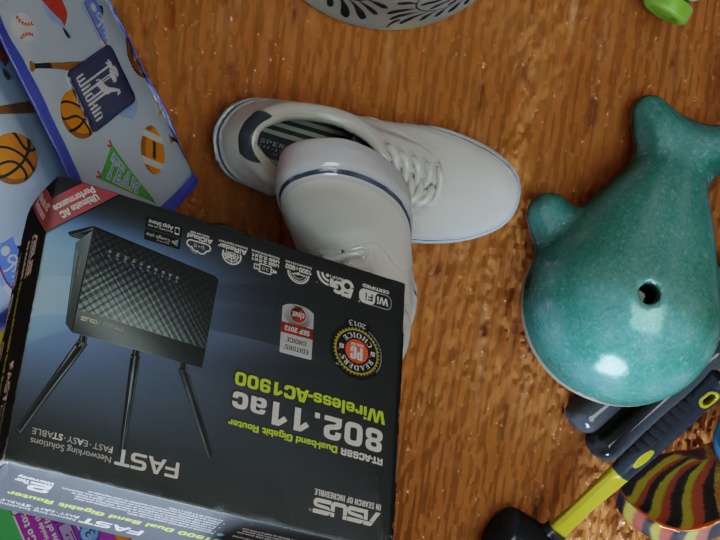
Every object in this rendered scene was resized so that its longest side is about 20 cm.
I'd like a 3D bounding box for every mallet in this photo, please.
[{"bbox_3d":[0.157,0.132,0.990,0.066,0.041,0.201,30,113,-17],"label":"mallet"}]

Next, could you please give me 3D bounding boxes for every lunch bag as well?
[{"bbox_3d":[-0.201,-0.069,0.816,0.199,0.123,0.171,-34,111,-24],"label":"lunch bag"}]

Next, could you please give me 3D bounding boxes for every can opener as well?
[{"bbox_3d":[0.230,0.053,1.016,0.200,0.067,0.054,-40,110,-8],"label":"can opener"}]

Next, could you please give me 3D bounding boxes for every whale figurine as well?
[{"bbox_3d":[0.182,-0.014,0.960,0.158,0.104,0.202,24,82,-1],"label":"whale figurine"}]

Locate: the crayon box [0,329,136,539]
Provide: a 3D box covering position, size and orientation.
[{"bbox_3d":[-0.142,0.119,0.809,0.171,0.058,0.201,-28,75,3],"label":"crayon box"}]

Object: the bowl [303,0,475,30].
[{"bbox_3d":[0.033,-0.237,0.872,0.199,0.094,0.203,-4,103,-17],"label":"bowl"}]

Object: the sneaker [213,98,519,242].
[{"bbox_3d":[0.011,-0.055,0.907,0.198,0.071,0.074,8,99,-20],"label":"sneaker"}]

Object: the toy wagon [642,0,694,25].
[{"bbox_3d":[0.222,-0.236,0.967,0.199,0.040,0.156,30,91,-23],"label":"toy wagon"}]

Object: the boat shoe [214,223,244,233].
[{"bbox_3d":[-0.039,0.061,0.920,0.075,0.075,0.203,-37,110,-8],"label":"boat shoe"}]

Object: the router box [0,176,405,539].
[{"bbox_3d":[-0.078,0.056,0.743,0.198,0.062,0.151,16,58,-21],"label":"router box"}]

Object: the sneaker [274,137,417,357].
[{"bbox_3d":[0.000,0.000,0.853,0.072,0.071,0.200,-7,150,11],"label":"sneaker"}]

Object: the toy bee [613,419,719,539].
[{"bbox_3d":[0.277,0.144,1.018,0.199,0.109,0.131,-32,150,12],"label":"toy bee"}]
